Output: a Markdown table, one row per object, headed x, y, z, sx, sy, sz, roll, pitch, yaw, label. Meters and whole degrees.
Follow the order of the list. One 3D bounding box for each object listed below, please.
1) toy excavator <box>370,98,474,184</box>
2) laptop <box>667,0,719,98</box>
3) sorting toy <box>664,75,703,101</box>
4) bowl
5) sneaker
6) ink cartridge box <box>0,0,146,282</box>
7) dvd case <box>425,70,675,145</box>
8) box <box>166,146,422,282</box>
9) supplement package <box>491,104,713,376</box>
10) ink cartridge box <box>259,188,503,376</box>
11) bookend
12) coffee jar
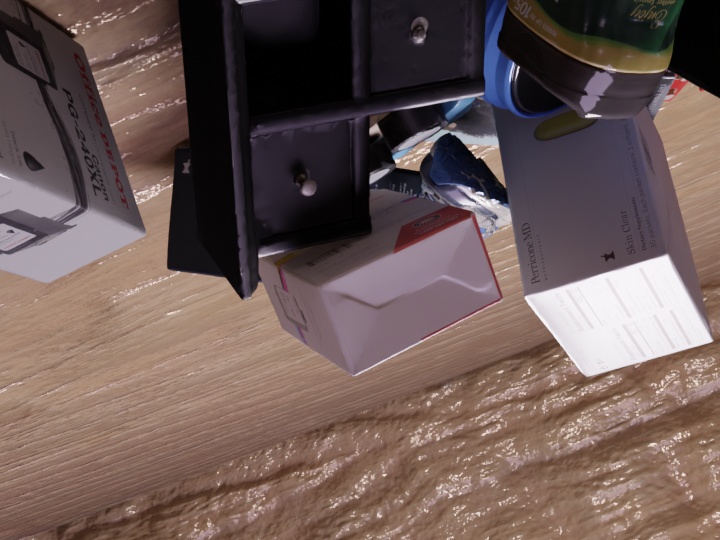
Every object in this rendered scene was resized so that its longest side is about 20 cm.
| x | y | z | sx | sy | sz | roll | pitch | yaw | label |
| --- | --- | --- | --- | --- | --- | --- | --- | --- | --- |
| 0.071 | -0.162 | 0.961 | 0.199 | 0.100 | 0.194 | -25 | 173 | -45 | toy excavator |
| 0.275 | -0.198 | 0.850 | 0.188 | 0.116 | 0.200 | -51 | 160 | 8 | laptop |
| 0.300 | -0.212 | 1.071 | 0.197 | 0.070 | 0.200 | -15 | 166 | -15 | sorting toy |
| 0.157 | -0.191 | 0.862 | 0.200 | 0.039 | 0.201 | -37 | 156 | -20 | bowl |
| 0.078 | -0.049 | 1.018 | 0.085 | 0.077 | 0.200 | -41 | 164 | 9 | sneaker |
| -0.219 | -0.086 | 0.716 | 0.083 | 0.146 | 0.200 | -24 | 165 | 12 | ink cartridge box |
| 0.157 | -0.146 | 1.075 | 0.198 | 0.022 | 0.146 | 2 | 160 | -1 | dvd case |
| -0.044 | -0.043 | 1.073 | 0.148 | 0.108 | 0.199 | 7 | -178 | 36 | box |
| 0.190 | -0.046 | 0.989 | 0.110 | 0.201 | 0.156 | -19 | 146 | 20 | supplement package |
| 0.000 | 0.000 | 0.867 | 0.116 | 0.068 | 0.200 | -25 | -163 | -14 | ink cartridge box |
| -0.006 | -0.108 | 0.794 | 0.197 | 0.092 | 0.201 | -12 | 121 | -21 | bookend |
| 0.150 | -0.192 | 0.710 | 0.085 | 0.104 | 0.201 | -4 | 126 | -32 | coffee jar |
